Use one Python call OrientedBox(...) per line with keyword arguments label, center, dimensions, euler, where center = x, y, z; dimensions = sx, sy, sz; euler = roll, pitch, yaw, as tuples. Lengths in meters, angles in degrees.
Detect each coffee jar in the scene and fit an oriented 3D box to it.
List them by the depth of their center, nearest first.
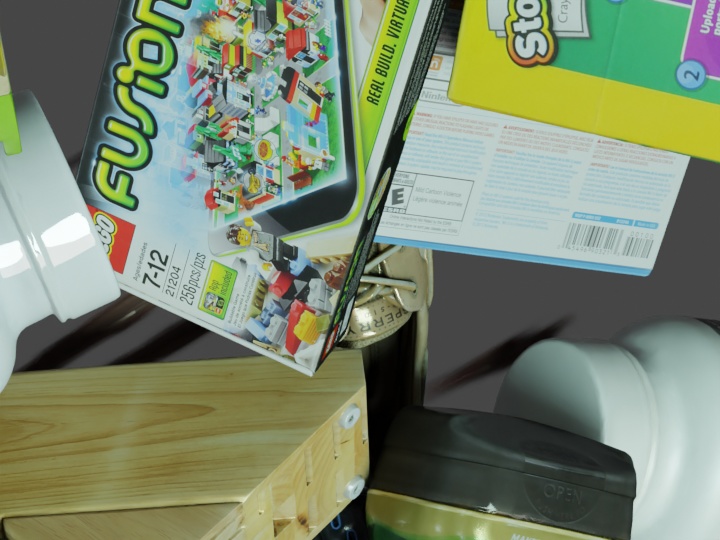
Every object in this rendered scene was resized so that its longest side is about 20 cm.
OrientedBox(label="coffee jar", center=(0.042, 0.156, 1.128), dimensions=(0.104, 0.085, 0.201), euler=(13, 86, -29))

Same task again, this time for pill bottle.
OrientedBox(label="pill bottle", center=(-0.190, 0.013, 1.006), dimensions=(0.199, 0.112, 0.112), euler=(-25, 136, -7))
OrientedBox(label="pill bottle", center=(0.159, 0.077, 1.250), dimensions=(0.199, 0.111, 0.111), euler=(7, 125, -32))

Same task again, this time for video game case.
OrientedBox(label="video game case", center=(0.081, -0.099, 1.083), dimensions=(0.142, 0.018, 0.201), euler=(7, 109, -32))

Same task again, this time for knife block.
OrientedBox(label="knife block", center=(-0.117, 0.073, 1.108), dimensions=(0.200, 0.175, 0.064), euler=(-42, 151, -29))

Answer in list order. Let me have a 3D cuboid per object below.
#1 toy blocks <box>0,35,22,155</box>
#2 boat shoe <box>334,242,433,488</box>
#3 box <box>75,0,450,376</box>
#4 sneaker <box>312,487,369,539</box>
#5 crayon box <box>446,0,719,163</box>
OrientedBox(label="toy blocks", center=(-0.191, -0.118, 0.915), dimensions=(0.136, 0.100, 0.201), euler=(-10, 130, -6))
OrientedBox(label="boat shoe", center=(0.000, 0.000, 1.130), dimensions=(0.071, 0.065, 0.201), euler=(-19, 135, -12))
OrientedBox(label="box", center=(-0.035, -0.069, 1.027), dimensions=(0.110, 0.035, 0.201), euler=(23, 125, 9))
OrientedBox(label="sneaker", center=(-0.030, 0.151, 1.180), dimensions=(0.199, 0.073, 0.112), euler=(-27, 102, -29))
OrientedBox(label="crayon box", center=(0.132, -0.139, 0.989), dimensions=(0.172, 0.058, 0.201), euler=(14, 110, 8))
